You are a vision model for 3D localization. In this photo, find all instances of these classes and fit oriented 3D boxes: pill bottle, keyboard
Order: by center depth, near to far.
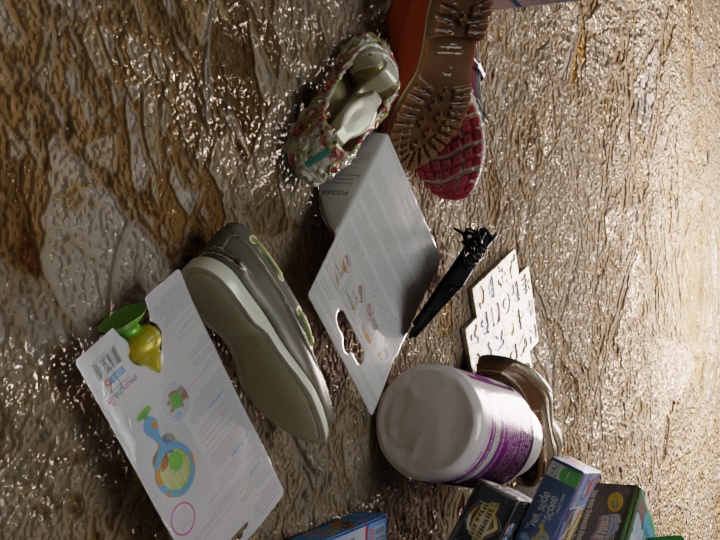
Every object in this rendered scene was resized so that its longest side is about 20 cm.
[{"bbox_3d":[0.087,-0.007,1.222,0.040,0.104,0.200,40,20,0],"label":"keyboard"},{"bbox_3d":[0.106,0.158,1.242,0.200,0.112,0.112,23,70,-58],"label":"pill bottle"}]

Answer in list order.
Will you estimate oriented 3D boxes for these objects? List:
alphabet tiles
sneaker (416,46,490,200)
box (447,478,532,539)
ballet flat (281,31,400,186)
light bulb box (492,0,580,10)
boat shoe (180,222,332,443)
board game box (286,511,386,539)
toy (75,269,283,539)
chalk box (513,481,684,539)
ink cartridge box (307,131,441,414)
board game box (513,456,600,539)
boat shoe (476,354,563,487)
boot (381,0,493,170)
[{"bbox_3d":[0.164,0.075,1.456,0.200,0.006,0.167,-38,123,-55],"label":"alphabet tiles"},{"bbox_3d":[0.096,-0.171,1.262,0.075,0.081,0.200,-8,96,-63],"label":"sneaker"},{"bbox_3d":[0.101,0.297,1.186,0.200,0.050,0.198,-63,160,-4],"label":"box"},{"bbox_3d":[0.000,-0.146,1.094,0.076,0.064,0.200,46,46,-23],"label":"ballet flat"},{"bbox_3d":[0.175,-0.373,1.283,0.125,0.200,0.198,-37,121,-55],"label":"light bulb box"},{"bbox_3d":[-0.067,0.053,0.973,0.060,0.072,0.202,-58,134,-37],"label":"boat shoe"},{"bbox_3d":[-0.036,0.297,1.060,0.200,0.037,0.152,-2,92,-63],"label":"board game box"},{"bbox_3d":[-0.132,0.113,0.882,0.115,0.047,0.200,-48,127,-46],"label":"toy"},{"bbox_3d":[0.268,0.327,1.439,0.124,0.200,0.124,-57,137,-44],"label":"chalk box"},{"bbox_3d":[0.000,0.000,1.123,0.200,0.057,0.163,-61,140,-35],"label":"ink cartridge box"},{"bbox_3d":[0.167,0.276,1.207,0.200,0.034,0.135,-65,161,-1],"label":"board game box"},{"bbox_3d":[0.175,0.171,1.394,0.200,0.076,0.074,58,45,-42],"label":"boat shoe"},{"bbox_3d":[0.055,-0.198,1.194,0.075,0.107,0.200,3,116,-34],"label":"boot"}]
